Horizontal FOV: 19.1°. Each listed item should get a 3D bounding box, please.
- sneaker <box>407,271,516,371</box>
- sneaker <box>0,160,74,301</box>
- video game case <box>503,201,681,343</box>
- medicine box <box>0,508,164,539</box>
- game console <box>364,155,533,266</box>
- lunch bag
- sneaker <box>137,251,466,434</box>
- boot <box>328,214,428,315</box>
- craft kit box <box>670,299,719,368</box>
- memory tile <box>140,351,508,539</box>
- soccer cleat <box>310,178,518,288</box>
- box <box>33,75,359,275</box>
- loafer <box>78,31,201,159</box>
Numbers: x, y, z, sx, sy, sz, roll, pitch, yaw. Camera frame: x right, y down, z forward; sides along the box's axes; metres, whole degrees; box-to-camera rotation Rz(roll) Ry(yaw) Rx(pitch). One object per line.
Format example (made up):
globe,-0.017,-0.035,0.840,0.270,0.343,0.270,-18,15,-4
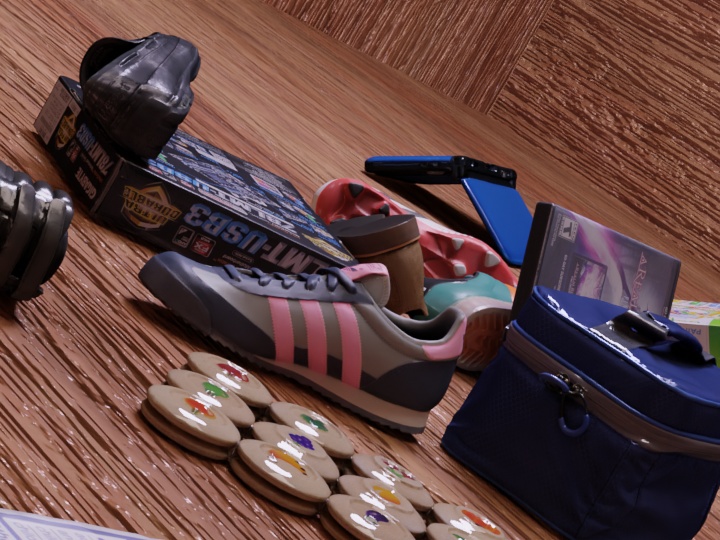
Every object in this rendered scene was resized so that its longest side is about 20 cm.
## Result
sneaker,0.108,0.039,1.607,0.200,0.071,0.080,19,17,-51
sneaker,-0.188,-0.027,1.001,0.099,0.071,0.200,26,5,0
video game case,0.172,0.040,1.593,0.019,0.143,0.200,10,-5,38
medicine box,-0.009,0.153,0.488,0.200,0.103,0.182,21,13,-49
game console,0.112,-0.061,2.353,0.170,0.119,0.200,0,-3,21
lunch bag,0.153,0.085,1.304,0.136,0.133,0.200,35,9,27
sneaker,-0.029,0.020,1.228,0.200,0.082,0.070,26,10,-26
boot,0.000,0.000,1.551,0.200,0.073,0.076,-163,-125,-74
craft kit box,0.283,0.055,1.895,0.199,0.049,0.197,5,8,14
memory tile,-0.011,0.102,1.050,0.200,0.017,0.153,31,9,3
soccer cleat,0.046,-0.010,1.703,0.200,0.069,0.085,31,-6,-12
box,-0.109,-0.049,1.452,0.200,0.050,0.199,24,12,-27
loafer,-0.148,-0.128,1.408,0.070,0.068,0.201,36,12,-12
